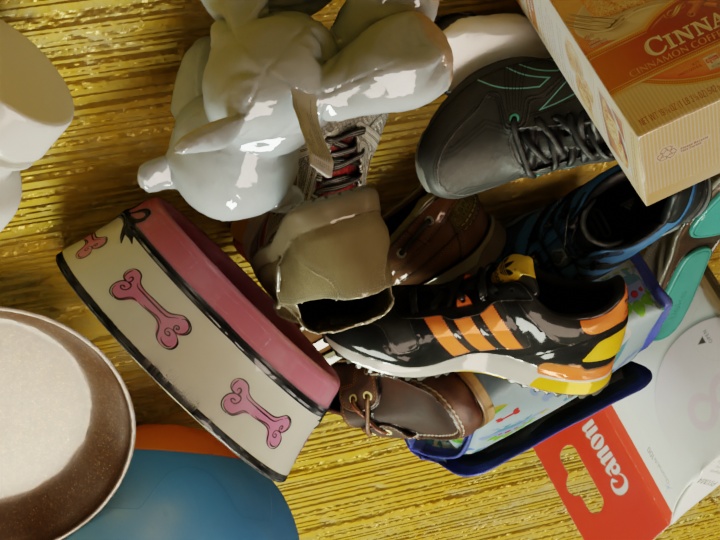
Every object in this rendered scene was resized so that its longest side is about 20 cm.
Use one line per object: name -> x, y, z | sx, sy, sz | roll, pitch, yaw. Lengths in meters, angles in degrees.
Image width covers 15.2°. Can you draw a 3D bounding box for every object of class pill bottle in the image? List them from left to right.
pill bottle -> -0.256, -0.047, 1.510 | 0.200, 0.114, 0.114 | -44, 143, 23

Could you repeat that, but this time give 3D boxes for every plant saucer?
plant saucer -> -0.246, 0.098, 1.733 | 0.200, 0.037, 0.201 | -5, 124, -7

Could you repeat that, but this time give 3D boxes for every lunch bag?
lunch bag -> 0.114, 0.059, 1.914 | 0.170, 0.128, 0.200 | -27, 164, -15

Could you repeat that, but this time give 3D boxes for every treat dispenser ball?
treat dispenser ball -> -0.140, 0.206, 1.854 | 0.201, 0.201, 0.201 | -19, 146, -14

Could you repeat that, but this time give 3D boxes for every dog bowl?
dog bowl -> -0.094, 0.036, 1.677 | 0.074, 0.200, 0.200 | -45, 145, 1

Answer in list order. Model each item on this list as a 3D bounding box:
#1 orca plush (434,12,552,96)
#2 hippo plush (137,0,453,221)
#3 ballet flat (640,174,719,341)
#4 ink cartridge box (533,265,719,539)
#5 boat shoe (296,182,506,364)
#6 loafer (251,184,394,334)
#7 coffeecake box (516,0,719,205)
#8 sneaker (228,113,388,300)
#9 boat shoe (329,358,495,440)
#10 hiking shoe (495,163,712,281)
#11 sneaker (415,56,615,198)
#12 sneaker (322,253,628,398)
orca plush -> 0.124, -0.132, 1.719 | 0.200, 0.071, 0.105 | -2, 115, -17
hippo plush -> -0.039, -0.094, 1.551 | 0.159, 0.200, 0.161 | 8, 145, -11
ballet flat -> 0.233, -0.035, 1.921 | 0.067, 0.064, 0.200 | -9, 139, -43
ink cartridge box -> 0.209, 0.105, 2.000 | 0.200, 0.163, 0.057 | -40, 145, 18
boat shoe -> 0.000, 0.000, 1.810 | 0.200, 0.072, 0.068 | -33, 117, 21
loafer -> -0.021, 0.006, 1.605 | 0.076, 0.068, 0.200 | -13, 168, -6
coffeecake box -> 0.190, -0.159, 1.601 | 0.153, 0.200, 0.073 | -24, 146, -6
sneaker -> -0.018, -0.055, 1.699 | 0.078, 0.082, 0.200 | -8, 141, -27
boat shoe -> 0.016, 0.084, 1.816 | 0.070, 0.200, 0.070 | -34, 110, -20
hiking shoe -> 0.137, -0.021, 1.768 | 0.200, 0.074, 0.087 | -37, 170, 9
sneaker -> 0.127, -0.098, 1.650 | 0.200, 0.079, 0.075 | -28, 122, -1
sneaker -> 0.074, 0.020, 1.718 | 0.200, 0.070, 0.090 | 9, 128, -10
